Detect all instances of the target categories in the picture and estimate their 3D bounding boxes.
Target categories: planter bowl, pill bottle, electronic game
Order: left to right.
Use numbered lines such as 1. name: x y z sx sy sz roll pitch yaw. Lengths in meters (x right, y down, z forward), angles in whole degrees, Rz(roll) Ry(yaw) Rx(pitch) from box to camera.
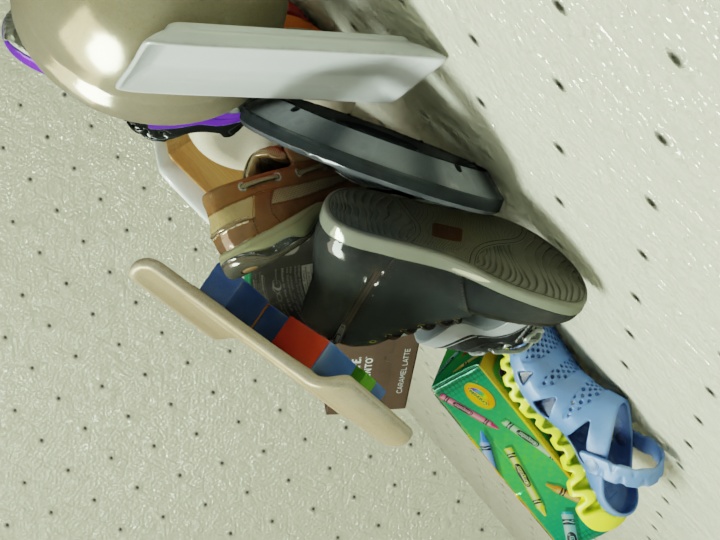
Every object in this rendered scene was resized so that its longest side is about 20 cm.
1. planter bowl: -0.135 -0.221 1.066 0.200 0.200 0.135 47 148 12
2. pill bottle: 0.000 0.000 1.260 0.199 0.113 0.113 -9 127 50
3. electronic game: 0.008 -0.081 1.109 0.198 0.042 0.200 19 -171 -3

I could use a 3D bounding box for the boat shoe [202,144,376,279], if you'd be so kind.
1. boat shoe: -0.051 -0.062 1.158 0.074 0.075 0.200 61 -150 -5

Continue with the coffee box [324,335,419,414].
1. coffee box: -0.004 0.019 1.457 0.115 0.079 0.201 98 166 -46

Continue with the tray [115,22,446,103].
1. tray: -0.053 -0.136 1.010 0.107 0.197 0.022 156 113 -69

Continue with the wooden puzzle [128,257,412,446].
1. wooden puzzle: -0.059 0.055 1.182 0.199 0.047 0.185 29 172 25

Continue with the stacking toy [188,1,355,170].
1. stacking toy: -0.094 -0.197 1.287 0.146 0.145 0.201 57 -171 -53

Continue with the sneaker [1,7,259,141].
1. sneaker: -0.168 -0.138 1.148 0.198 0.070 0.100 12 146 -11

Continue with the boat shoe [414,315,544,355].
1. boat shoe: 0.113 0.034 1.239 0.067 0.074 0.199 19 156 -19

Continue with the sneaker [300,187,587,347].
1. sneaker: 0.058 0.015 1.122 0.198 0.075 0.107 18 128 1

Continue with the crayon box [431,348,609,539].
1. crayon box: 0.155 0.135 1.392 0.201 0.058 0.119 51 -148 -14

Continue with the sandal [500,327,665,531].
1. sandal: 0.193 0.120 1.315 0.087 0.079 0.201 -28 97 46

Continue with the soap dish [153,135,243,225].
1. soap dish: -0.120 -0.101 1.470 0.157 0.081 0.200 45 -171 -24

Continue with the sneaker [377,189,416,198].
1. sneaker: 0.010 -0.089 1.328 0.198 0.088 0.076 11 143 38
